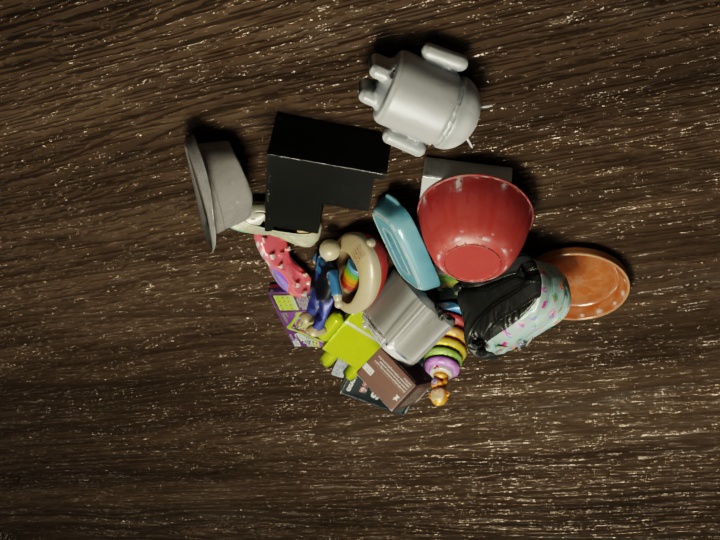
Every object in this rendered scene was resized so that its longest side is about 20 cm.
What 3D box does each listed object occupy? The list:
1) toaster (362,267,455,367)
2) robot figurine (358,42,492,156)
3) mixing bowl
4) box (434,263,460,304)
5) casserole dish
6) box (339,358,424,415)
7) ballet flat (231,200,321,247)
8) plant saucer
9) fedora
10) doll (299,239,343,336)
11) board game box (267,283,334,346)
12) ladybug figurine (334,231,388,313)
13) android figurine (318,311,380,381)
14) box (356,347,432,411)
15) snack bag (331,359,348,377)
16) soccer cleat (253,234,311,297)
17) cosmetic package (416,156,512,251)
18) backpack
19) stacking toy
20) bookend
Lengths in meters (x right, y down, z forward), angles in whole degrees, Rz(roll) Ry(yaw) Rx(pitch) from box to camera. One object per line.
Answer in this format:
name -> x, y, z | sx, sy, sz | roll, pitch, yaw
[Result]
toaster -> 0.090, 0.091, 1.660 | 0.113, 0.200, 0.129 | 37, 98, -32
robot figurine -> 0.096, -0.253, 1.310 | 0.198, 0.113, 0.171 | 21, 122, -12
mixing bowl -> 0.189, -0.052, 1.464 | 0.197, 0.109, 0.201 | 6, 143, 4
box -> 0.230, 0.056, 1.727 | 0.142, 0.037, 0.201 | -3, 138, 17
casserole dish -> 0.077, -0.043, 1.557 | 0.039, 0.121, 0.201 | -32, 120, -12
box -> 0.063, 0.210, 1.904 | 0.157, 0.046, 0.201 | 20, 123, -9
ballet flat -> -0.164, -0.098, 1.608 | 0.198, 0.068, 0.062 | 14, 144, -20
plant saucer -> 0.402, 0.022, 1.648 | 0.197, 0.033, 0.201 | 7, 142, 6
fedora -> -0.239, -0.142, 1.511 | 0.089, 0.177, 0.202 | -15, 115, -13
doll -> -0.068, 0.028, 1.661 | 0.048, 0.137, 0.202 | -4, 128, -26
board game box -> -0.112, 0.097, 1.865 | 0.118, 0.033, 0.201 | 2, 142, 17
ladybug figurine -> 0.000, 0.000, 1.654 | 0.071, 0.137, 0.200 | -17, 158, -29
android figurine -> 0.004, 0.145, 1.814 | 0.181, 0.041, 0.200 | 33, 122, -16
box -> 0.072, 0.206, 1.698 | 0.100, 0.200, 0.075 | 45, 99, 14
snack bag -> 0.048, 0.211, 1.976 | 0.198, 0.022, 0.189 | 17, 141, -8
soccer cleat -> -0.163, -0.022, 1.705 | 0.076, 0.067, 0.201 | 7, 144, 40
cosmetic package -> 0.175, -0.102, 1.530 | 0.149, 0.052, 0.201 | 9, 142, 4
backpack -> 0.277, 0.055, 1.584 | 0.126, 0.169, 0.200 | 13, 143, -38
stacking toy -> 0.160, 0.171, 1.698 | 0.115, 0.202, 0.110 | -11, 137, 29
bookend -> -0.059, -0.147, 1.496 | 0.197, 0.093, 0.200 | 9, 144, 0
